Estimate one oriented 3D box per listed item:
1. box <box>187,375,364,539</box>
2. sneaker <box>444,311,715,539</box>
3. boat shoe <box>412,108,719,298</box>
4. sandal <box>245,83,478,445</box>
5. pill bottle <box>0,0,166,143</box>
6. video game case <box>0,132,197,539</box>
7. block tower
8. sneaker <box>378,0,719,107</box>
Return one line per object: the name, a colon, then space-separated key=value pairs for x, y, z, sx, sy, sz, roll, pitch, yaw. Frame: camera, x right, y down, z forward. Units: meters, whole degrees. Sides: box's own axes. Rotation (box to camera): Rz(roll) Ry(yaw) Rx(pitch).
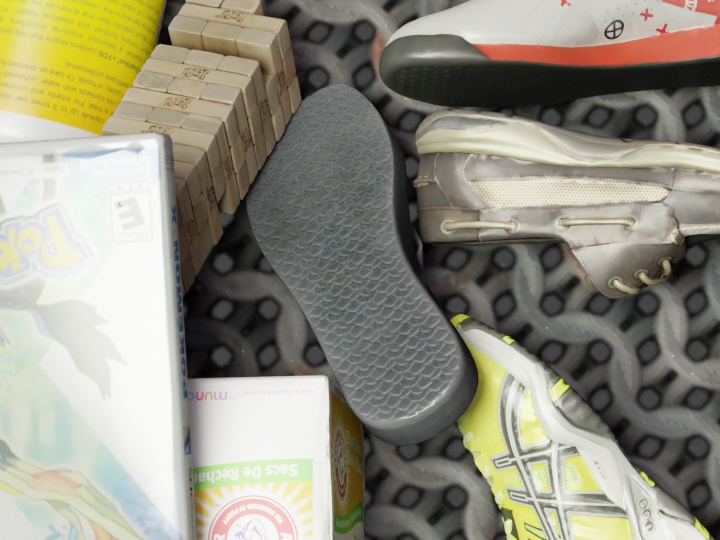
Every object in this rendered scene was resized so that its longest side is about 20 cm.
box: x=-0.103 y=0.105 z=1.249 sx=0.200 sy=0.113 sz=0.102 roll=-1 pitch=79 yaw=6
sneaker: x=0.085 y=0.099 z=1.245 sx=0.076 sy=0.075 sz=0.200 roll=-43 pitch=76 yaw=-2
boat shoe: x=0.119 y=-0.024 z=1.271 sx=0.200 sy=0.074 sz=0.073 roll=10 pitch=91 yaw=18
sandal: x=0.000 y=0.001 z=1.266 sx=0.076 sy=0.043 sz=0.200 roll=-26 pitch=52 yaw=11
pill bottle: x=-0.147 y=-0.097 z=1.296 sx=0.104 sy=0.104 sz=0.200 roll=9 pitch=81 yaw=9
video game case: x=-0.170 y=0.040 z=1.168 sx=0.200 sy=0.022 sz=0.183 roll=-3 pitch=91 yaw=10
block tower: x=-0.088 y=-0.040 z=1.250 sx=0.054 sy=0.058 sz=0.200 roll=11 pitch=50 yaw=20
sneaker: x=0.099 y=-0.137 z=1.274 sx=0.201 sy=0.067 sz=0.108 roll=-5 pitch=77 yaw=-13
